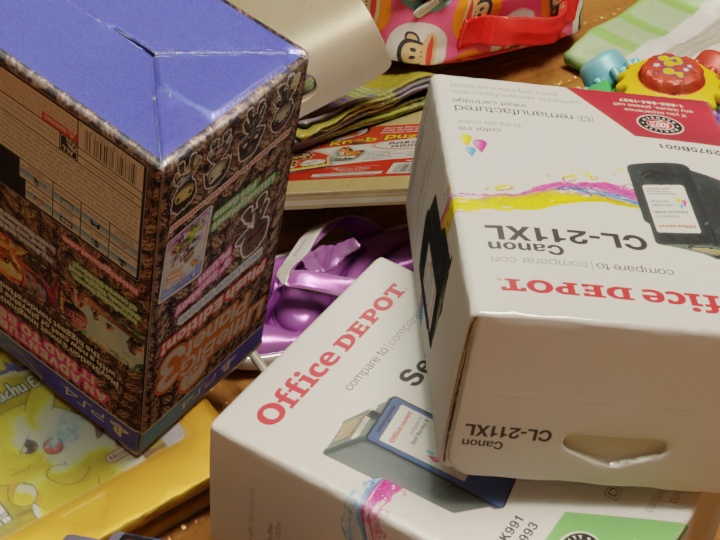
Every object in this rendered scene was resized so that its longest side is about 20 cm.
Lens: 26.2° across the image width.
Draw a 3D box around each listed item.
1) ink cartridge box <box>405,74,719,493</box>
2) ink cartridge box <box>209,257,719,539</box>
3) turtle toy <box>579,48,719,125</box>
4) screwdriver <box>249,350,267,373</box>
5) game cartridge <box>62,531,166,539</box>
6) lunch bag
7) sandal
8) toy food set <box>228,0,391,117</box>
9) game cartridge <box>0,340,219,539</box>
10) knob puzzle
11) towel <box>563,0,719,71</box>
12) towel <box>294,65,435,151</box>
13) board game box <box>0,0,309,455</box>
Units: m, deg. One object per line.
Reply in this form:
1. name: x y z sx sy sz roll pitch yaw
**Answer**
1. ink cartridge box: 0.104 -0.001 0.699 0.146 0.083 0.200 5 34 -7
2. ink cartridge box: 0.050 0.098 0.707 0.200 0.088 0.145 25 45 24
3. turtle toy: 0.204 -0.079 0.927 0.200 0.101 0.146 0 38 0
4. screwdriver: -0.064 0.032 0.812 0.028 0.029 0.200 -31 58 -14
5. game cartridge: -0.077 0.165 0.604 0.200 0.038 0.130 1 46 37
6. lunch bag: 0.062 -0.196 1.072 0.176 0.082 0.200 31 35 35
7. sandal: -0.004 -0.004 0.872 0.203 0.050 0.082 -19 42 -23
8. toy food set: -0.082 -0.158 0.981 0.143 0.060 0.200 -28 51 -4
9. game cartridge: -0.179 0.067 0.761 0.176 0.032 0.200 -28 61 -31
10. knob puzzle: 0.000 -0.066 0.950 0.220 0.030 0.220 -7 20 3
11. towel: 0.262 -0.147 1.071 0.200 0.031 0.149 27 45 30
12. towel: -0.056 -0.127 1.021 0.144 0.023 0.200 -24 35 -36
13. board game box: -0.124 -0.042 0.716 0.159 0.200 0.097 35 52 17
